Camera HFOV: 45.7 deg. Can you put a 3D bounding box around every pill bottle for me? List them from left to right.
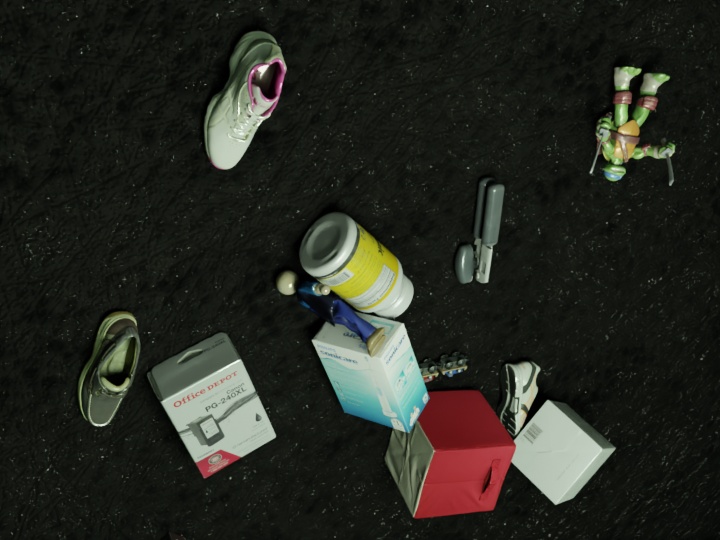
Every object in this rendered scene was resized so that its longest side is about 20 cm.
[{"bbox_3d":[0.000,0.000,1.400,0.111,0.111,0.200,-47,132,4],"label":"pill bottle"}]

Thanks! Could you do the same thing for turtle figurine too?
[{"bbox_3d":[0.485,-0.250,1.490,0.200,0.142,0.197,-21,121,-74],"label":"turtle figurine"}]

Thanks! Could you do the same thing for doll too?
[{"bbox_3d":[-0.051,0.058,1.368,0.049,0.199,0.137,-52,164,-16],"label":"doll"}]

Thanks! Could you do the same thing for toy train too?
[{"bbox_3d":[0.123,0.197,1.651,0.197,0.034,0.046,-10,127,-25],"label":"toy train"}]

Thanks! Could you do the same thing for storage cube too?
[{"bbox_3d":[0.169,0.356,1.679,0.177,0.200,0.173,1,120,-23],"label":"storage cube"}]

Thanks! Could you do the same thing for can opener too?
[{"bbox_3d":[0.210,-0.065,1.522,0.066,0.053,0.202,-13,124,-24],"label":"can opener"}]

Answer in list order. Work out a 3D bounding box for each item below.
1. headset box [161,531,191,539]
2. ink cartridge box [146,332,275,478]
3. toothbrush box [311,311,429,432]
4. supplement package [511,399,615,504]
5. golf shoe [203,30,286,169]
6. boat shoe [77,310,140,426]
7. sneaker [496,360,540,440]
[{"bbox_3d":[-0.325,0.597,1.614,0.149,0.077,0.200,-48,130,4],"label":"headset box"},{"bbox_3d":[-0.243,0.224,1.417,0.144,0.083,0.202,-28,130,-12],"label":"ink cartridge box"},{"bbox_3d":[0.020,0.173,1.490,0.086,0.145,0.201,-54,138,-32],"label":"toothbrush box"},{"bbox_3d":[0.430,0.387,1.836,0.152,0.150,0.200,-51,155,8],"label":"supplement package"},{"bbox_3d":[-0.159,-0.224,1.176,0.075,0.092,0.202,7,117,-35],"label":"golf shoe"},{"bbox_3d":[-0.382,0.161,1.305,0.071,0.066,0.203,7,116,-34],"label":"boat shoe"},{"bbox_3d":[0.339,0.277,1.807,0.079,0.074,0.202,-15,126,-24],"label":"sneaker"}]
